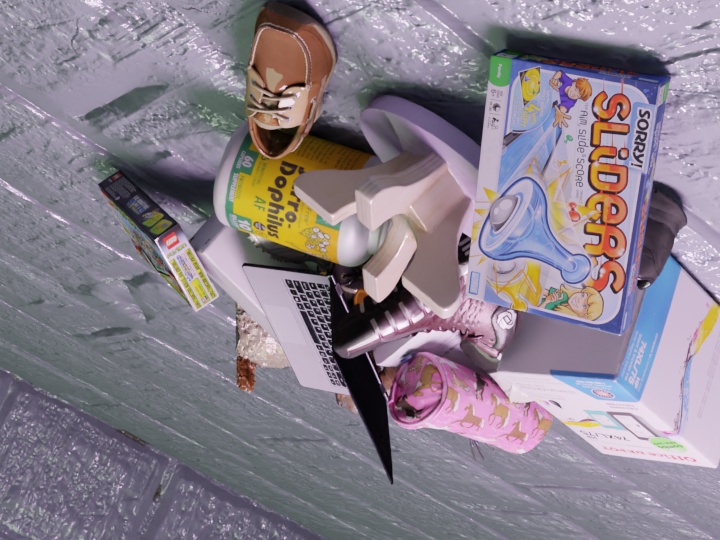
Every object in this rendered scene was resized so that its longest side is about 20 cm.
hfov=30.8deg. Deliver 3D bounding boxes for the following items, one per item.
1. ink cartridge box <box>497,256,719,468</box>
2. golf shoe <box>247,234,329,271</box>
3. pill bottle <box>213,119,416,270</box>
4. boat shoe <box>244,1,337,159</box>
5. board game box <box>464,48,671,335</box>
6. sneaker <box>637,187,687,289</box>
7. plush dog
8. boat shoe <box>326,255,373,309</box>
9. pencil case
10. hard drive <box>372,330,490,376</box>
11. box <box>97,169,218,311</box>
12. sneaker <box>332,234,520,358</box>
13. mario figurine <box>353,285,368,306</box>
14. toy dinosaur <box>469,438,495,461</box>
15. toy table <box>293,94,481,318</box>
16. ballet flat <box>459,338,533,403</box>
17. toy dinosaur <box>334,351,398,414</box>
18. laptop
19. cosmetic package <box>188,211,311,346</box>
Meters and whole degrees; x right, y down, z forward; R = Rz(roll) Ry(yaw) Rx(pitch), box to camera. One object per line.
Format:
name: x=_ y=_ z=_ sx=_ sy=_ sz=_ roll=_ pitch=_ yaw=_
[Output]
ink cartridge box: x=0.266 y=0.084 z=1.297 sx=0.146 sy=0.147 sz=0.200 roll=0 pitch=151 yaw=47
golf shoe: x=-0.044 y=-0.043 z=1.459 sx=0.199 sy=0.079 sz=0.097 roll=32 pitch=136 yaw=-28
pill bottle: x=-0.034 y=-0.070 z=1.283 sx=0.199 sy=0.113 sz=0.113 roll=19 pitch=160 yaw=12
boat shoe: x=-0.066 y=-0.158 z=1.148 sx=0.075 sy=0.074 sz=0.200 roll=20 pitch=160 yaw=6
board game box: x=0.158 y=-0.061 z=1.018 sx=0.134 sy=0.202 sz=0.034 roll=13 pitch=-157 yaw=23
sneaker: x=0.184 y=-0.037 z=1.163 sx=0.199 sy=0.091 sz=0.076 roll=11 pitch=160 yaw=34
plush dog: x=-0.075 y=0.074 z=1.684 sx=0.170 sy=0.162 sz=0.200 roll=-1 pitch=160 yaw=-4
boat shoe: x=-0.001 y=0.000 z=1.402 sx=0.071 sy=0.066 sz=0.201 roll=10 pitch=138 yaw=-12
pencil case: x=0.118 y=0.143 z=1.386 sx=0.199 sy=0.083 sz=0.087 roll=19 pitch=-153 yaw=-43
hard drive: x=0.128 y=0.072 z=1.383 sx=0.199 sy=0.027 sz=0.132 roll=14 pitch=136 yaw=-40
box: x=-0.241 y=-0.038 z=1.543 sx=0.200 sy=0.035 sz=0.111 roll=37 pitch=157 yaw=54
sneaker: x=0.080 y=0.054 z=1.249 sx=0.116 sy=0.199 sz=0.076 roll=54 pitch=-170 yaw=-23
mario figurine: x=0.076 y=0.020 z=1.408 sx=0.123 sy=0.107 sz=0.199 roll=-18 pitch=160 yaw=39
toy dinosaur: x=0.158 y=0.146 z=1.724 sx=0.181 sy=0.202 sz=0.105 roll=-6 pitch=167 yaw=-41
toy table: x=0.047 y=-0.054 z=1.140 sx=0.200 sy=0.117 sz=0.184 roll=35 pitch=159 yaw=31
ballet flat: x=0.189 y=0.104 z=1.362 sx=0.199 sy=0.069 sz=0.068 roll=7 pitch=165 yaw=-33
toy dinosaur: x=0.058 y=0.090 z=1.519 sx=0.135 sy=0.200 sz=0.086 roll=36 pitch=166 yaw=32
laptop: x=-0.046 y=0.106 z=1.390 sx=0.199 sy=0.116 sz=0.188 roll=7 pitch=134 yaw=36
cosmetic package: x=-0.106 y=0.016 z=1.534 sx=0.200 sy=0.081 sz=0.113 roll=47 pitch=168 yaw=-18
